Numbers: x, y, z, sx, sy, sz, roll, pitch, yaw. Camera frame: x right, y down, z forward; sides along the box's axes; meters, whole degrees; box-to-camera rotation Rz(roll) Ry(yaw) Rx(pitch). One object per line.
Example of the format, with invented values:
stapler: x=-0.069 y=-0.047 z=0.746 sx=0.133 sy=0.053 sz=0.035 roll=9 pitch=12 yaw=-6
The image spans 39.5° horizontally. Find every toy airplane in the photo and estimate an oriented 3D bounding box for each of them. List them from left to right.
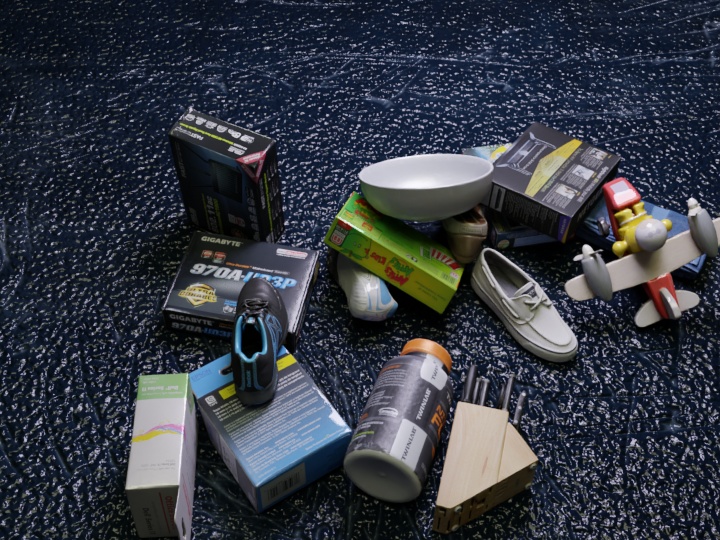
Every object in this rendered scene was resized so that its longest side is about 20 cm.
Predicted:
toy airplane: x=0.412 y=-0.022 z=1.432 sx=0.196 sy=0.141 sz=0.203 roll=23 pitch=77 yaw=15

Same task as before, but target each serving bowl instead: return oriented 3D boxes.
serving bowl: x=0.097 y=-0.115 z=1.462 sx=0.196 sy=0.067 sz=0.201 roll=-5 pitch=19 yaw=2

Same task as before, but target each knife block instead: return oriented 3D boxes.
knife block: x=0.137 y=0.215 z=1.286 sx=0.197 sy=0.065 sz=0.176 roll=-24 pitch=52 yaw=-21

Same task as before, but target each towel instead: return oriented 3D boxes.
towel: x=0.443 y=-0.063 z=1.557 sx=0.197 sy=0.049 sz=0.112 roll=22 pitch=50 yaw=18

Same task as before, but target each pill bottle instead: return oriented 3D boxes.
pill bottle: x=0.058 y=0.184 z=1.282 sx=0.104 sy=0.107 sz=0.202 roll=15 pitch=49 yaw=12

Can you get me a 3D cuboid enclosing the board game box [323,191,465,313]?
board game box: x=0.052 y=-0.028 z=1.451 sx=0.198 sy=0.048 sz=0.102 roll=31 pitch=29 yaw=0

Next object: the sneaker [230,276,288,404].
sneaker: x=-0.132 y=0.073 z=1.311 sx=0.072 sy=0.083 sz=0.202 roll=-5 pitch=44 yaw=-1

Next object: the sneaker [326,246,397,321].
sneaker: x=0.000 y=0.000 z=1.482 sx=0.071 sy=0.072 sz=0.202 roll=12 pitch=37 yaw=-30

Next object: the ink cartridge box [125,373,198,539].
ink cartridge box: x=-0.239 y=0.241 z=1.213 sx=0.066 sy=0.118 sz=0.202 roll=-2 pitch=47 yaw=-2

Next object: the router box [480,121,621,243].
router box: x=0.292 y=-0.141 z=1.551 sx=0.155 sy=0.053 sz=0.200 roll=27 pitch=45 yaw=22

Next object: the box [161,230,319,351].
box: x=-0.170 y=0.027 z=1.457 sx=0.196 sy=0.047 sz=0.161 roll=10 pitch=48 yaw=8

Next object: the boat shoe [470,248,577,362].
boat shoe: x=0.237 y=0.045 z=1.436 sx=0.071 sy=0.066 sz=0.201 roll=-25 pitch=57 yaw=-24

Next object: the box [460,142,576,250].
box: x=0.251 y=-0.125 z=1.613 sx=0.134 sy=0.038 sz=0.202 roll=-8 pitch=49 yaw=-9

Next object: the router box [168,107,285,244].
router box: x=-0.195 y=-0.129 z=1.491 sx=0.148 sy=0.202 sz=0.063 roll=22 pitch=55 yaw=18

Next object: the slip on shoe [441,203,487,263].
slip on shoe: x=0.156 y=-0.067 z=1.522 sx=0.074 sy=0.062 sz=0.200 roll=3 pitch=18 yaw=-4

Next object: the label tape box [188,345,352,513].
label tape box: x=-0.121 y=0.191 z=1.298 sx=0.142 sy=0.064 sz=0.200 roll=-25 pitch=50 yaw=-23
